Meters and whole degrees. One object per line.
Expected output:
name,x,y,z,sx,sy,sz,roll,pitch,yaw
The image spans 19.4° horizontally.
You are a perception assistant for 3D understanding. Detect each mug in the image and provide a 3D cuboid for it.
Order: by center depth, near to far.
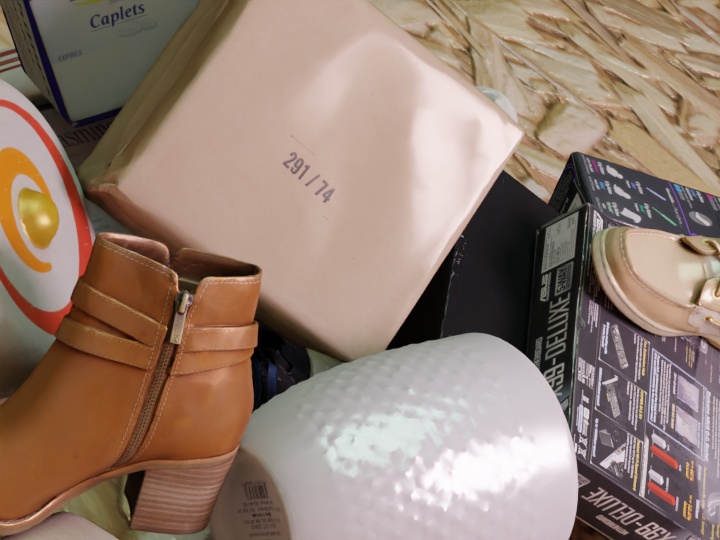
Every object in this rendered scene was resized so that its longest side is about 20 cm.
mug,-0.006,0.120,1.210,0.175,0.148,0.200,-12,12,-34

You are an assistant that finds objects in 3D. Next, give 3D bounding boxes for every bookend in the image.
bookend,0.102,0.058,1.413,0.200,0.092,0.199,35,44,-26

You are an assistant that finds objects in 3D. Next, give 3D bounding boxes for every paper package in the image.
paper package,-0.037,-0.070,1.275,0.200,0.191,0.103,37,-9,-20

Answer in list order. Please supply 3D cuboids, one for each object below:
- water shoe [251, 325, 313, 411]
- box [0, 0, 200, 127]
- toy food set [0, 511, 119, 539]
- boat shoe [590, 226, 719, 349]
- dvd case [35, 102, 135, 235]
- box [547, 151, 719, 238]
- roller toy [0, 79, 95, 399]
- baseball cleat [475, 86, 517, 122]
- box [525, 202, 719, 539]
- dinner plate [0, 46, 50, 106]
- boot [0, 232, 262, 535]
water shoe,-0.083,0.059,1.301,0.071,0.079,0.200,34,29,19
box,-0.138,-0.185,1.391,0.184,0.105,0.200,-19,20,-11
toy food set,-0.139,0.201,1.044,0.200,0.060,0.143,27,26,26
boat shoe,0.233,0.007,1.375,0.200,0.069,0.074,18,55,-41
dvd case,-0.156,-0.036,1.378,0.200,0.018,0.143,46,36,17
box,0.233,0.010,1.588,0.200,0.122,0.106,16,28,-13
roller toy,-0.232,-0.015,1.168,0.200,0.140,0.183,56,24,-43
baseball cleat,0.013,-0.074,1.475,0.200,0.106,0.070,-9,72,3
box,0.177,0.078,1.368,0.158,0.050,0.200,34,46,-29
dinner plate,-0.228,-0.140,1.518,0.200,0.024,0.200,-12,20,4
boot,-0.151,0.054,1.092,0.200,0.155,0.074,4,22,-25
